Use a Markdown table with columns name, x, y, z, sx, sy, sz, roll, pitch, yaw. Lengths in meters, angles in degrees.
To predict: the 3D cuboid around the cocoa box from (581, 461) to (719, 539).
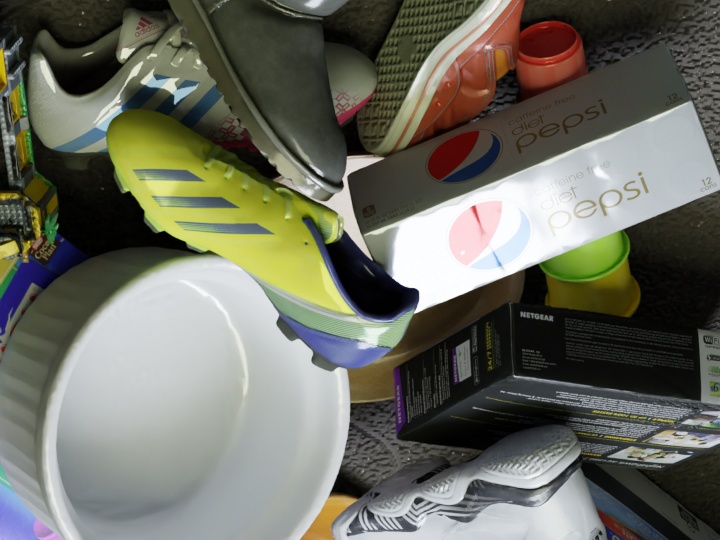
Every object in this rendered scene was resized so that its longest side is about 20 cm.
| name | x | y | z | sx | sy | sz | roll | pitch | yaw |
| --- | --- | --- | --- | --- | --- | --- | --- | --- | --- |
| cocoa box | 0.153 | 0.219 | 1.918 | 0.133 | 0.132 | 0.200 | -35 | 126 | 23 |

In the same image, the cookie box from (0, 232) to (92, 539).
| name | x | y | z | sx | sy | sz | roll | pitch | yaw |
| --- | --- | --- | --- | --- | --- | --- | --- | --- | --- |
| cookie box | -0.191 | 0.076 | 1.741 | 0.200 | 0.075 | 0.171 | 39 | 82 | -33 |

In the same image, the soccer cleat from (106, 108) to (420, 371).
| name | x | y | z | sx | sy | sz | roll | pitch | yaw |
| --- | --- | --- | --- | --- | --- | --- | --- | --- | --- |
| soccer cleat | -0.051 | -0.028 | 1.606 | 0.200 | 0.065 | 0.084 | 41 | 132 | -9 |

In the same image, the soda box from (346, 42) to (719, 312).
| name | x | y | z | sx | sy | sz | roll | pitch | yaw |
| --- | --- | --- | --- | --- | --- | --- | --- | --- | --- |
| soda box | 0.097 | -0.051 | 1.651 | 0.199 | 0.064 | 0.068 | -22 | 127 | 5 |

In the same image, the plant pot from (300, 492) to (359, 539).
| name | x | y | z | sx | sy | sz | roll | pitch | yaw |
| --- | --- | --- | --- | --- | --- | --- | --- | --- | --- |
| plant pot | -0.062 | 0.267 | 1.914 | 0.183 | 0.201 | 0.200 | -24 | 131 | 36 |

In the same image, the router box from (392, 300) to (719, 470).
| name | x | y | z | sx | sy | sz | roll | pitch | yaw |
| --- | --- | --- | --- | --- | --- | --- | --- | --- | --- |
| router box | 0.140 | 0.073 | 1.781 | 0.199 | 0.051 | 0.149 | 9 | 159 | -26 |

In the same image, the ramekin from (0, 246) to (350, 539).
| name | x | y | z | sx | sy | sz | roll | pitch | yaw |
| --- | --- | --- | --- | --- | --- | --- | --- | --- | --- |
| ramekin | -0.115 | 0.081 | 1.685 | 0.200 | 0.098 | 0.201 | -8 | 104 | -33 |

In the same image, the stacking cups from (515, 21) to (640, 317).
| name | x | y | z | sx | sy | sz | roll | pitch | yaw |
| --- | --- | --- | --- | --- | --- | --- | --- | --- | --- |
| stacking cups | 0.126 | -0.053 | 1.721 | 0.060 | 0.061 | 0.201 | -10 | 132 | 3 |

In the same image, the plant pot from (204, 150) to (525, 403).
| name | x | y | z | sx | sy | sz | roll | pitch | yaw |
| --- | --- | --- | --- | --- | --- | --- | --- | --- | --- |
| plant pot | 0.000 | 0.000 | 1.780 | 0.199 | 0.028 | 0.201 | -3 | 131 | -3 |

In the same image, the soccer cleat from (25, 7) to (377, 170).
| name | x | y | z | sx | sy | sz | roll | pitch | yaw |
| --- | --- | --- | --- | --- | --- | --- | --- | --- | --- |
| soccer cleat | -0.091 | -0.111 | 1.644 | 0.199 | 0.070 | 0.087 | -9 | 126 | 1 |

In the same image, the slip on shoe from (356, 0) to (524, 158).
| name | x | y | z | sx | sy | sz | roll | pitch | yaw |
| --- | --- | --- | --- | --- | --- | --- | --- | --- | --- |
| slip on shoe | 0.063 | -0.138 | 1.639 | 0.061 | 0.074 | 0.200 | 6 | 135 | -27 |

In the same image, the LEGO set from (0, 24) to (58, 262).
| name | x | y | z | sx | sy | sz | roll | pitch | yaw |
| --- | --- | --- | --- | --- | --- | --- | --- | --- | --- |
| LEGO set | -0.266 | -0.059 | 1.603 | 0.199 | 0.116 | 0.154 | 8 | 114 | 8 |

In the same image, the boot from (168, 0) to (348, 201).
| name | x | y | z | sx | sy | sz | roll | pitch | yaw |
| --- | --- | --- | --- | --- | --- | --- | --- | --- | --- |
| boot | 0.004 | -0.160 | 1.565 | 0.200 | 0.073 | 0.182 | -33 | 91 | 13 |

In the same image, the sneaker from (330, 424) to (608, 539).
| name | x | y | z | sx | sy | sz | roll | pitch | yaw |
| --- | --- | --- | --- | --- | --- | --- | --- | --- | --- |
| sneaker | 0.072 | 0.171 | 1.784 | 0.200 | 0.075 | 0.115 | -21 | 98 | 42 |
